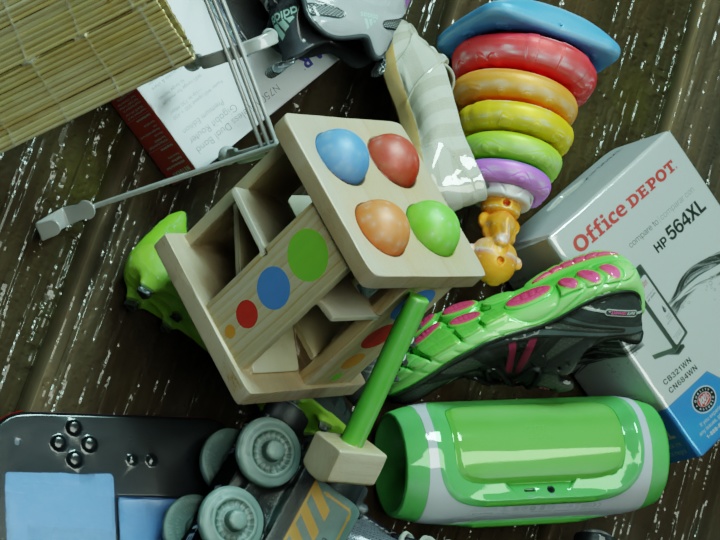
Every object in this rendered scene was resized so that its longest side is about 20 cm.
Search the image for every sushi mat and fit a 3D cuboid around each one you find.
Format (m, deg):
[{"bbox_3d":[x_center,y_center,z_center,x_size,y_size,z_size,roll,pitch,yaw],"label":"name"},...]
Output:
[{"bbox_3d":[-0.212,-0.139,1.604,0.096,0.199,0.012,63,17,-10],"label":"sushi mat"}]

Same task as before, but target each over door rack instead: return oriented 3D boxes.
[{"bbox_3d":[-0.143,-0.125,1.635,0.067,0.199,0.149,-49,119,-72],"label":"over door rack"}]

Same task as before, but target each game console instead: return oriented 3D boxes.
[{"bbox_3d":[-0.163,0.193,1.615,0.176,0.031,0.202,2,74,-20],"label":"game console"}]

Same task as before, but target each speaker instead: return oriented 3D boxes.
[{"bbox_3d":[0.114,0.133,1.745,0.199,0.088,0.089,-1,80,-19],"label":"speaker"}]

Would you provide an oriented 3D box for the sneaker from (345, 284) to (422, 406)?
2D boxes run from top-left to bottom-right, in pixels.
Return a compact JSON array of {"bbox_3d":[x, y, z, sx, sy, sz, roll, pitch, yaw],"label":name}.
[{"bbox_3d":[0.000,0.000,1.734,0.090,0.066,0.201,21,62,-15],"label":"sneaker"}]

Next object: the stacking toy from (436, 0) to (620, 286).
[{"bbox_3d":[0.108,-0.082,1.776,0.115,0.110,0.201,16,70,-21],"label":"stacking toy"}]

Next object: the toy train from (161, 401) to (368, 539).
[{"bbox_3d":[-0.070,0.184,1.606,0.114,0.085,0.201,37,63,-18],"label":"toy train"}]

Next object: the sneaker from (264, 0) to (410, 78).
[{"bbox_3d":[-0.053,-0.199,1.683,0.199,0.078,0.141,25,69,-21],"label":"sneaker"}]

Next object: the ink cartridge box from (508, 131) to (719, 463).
[{"bbox_3d":[0.217,0.022,1.831,0.146,0.084,0.201,-40,100,-27],"label":"ink cartridge box"}]

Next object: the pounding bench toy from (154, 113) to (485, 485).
[{"bbox_3d":[-0.004,0.018,1.586,0.124,0.156,0.201,0,55,-52],"label":"pounding bench toy"}]

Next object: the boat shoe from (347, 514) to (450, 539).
[{"bbox_3d":[0.045,0.202,1.692,0.200,0.093,0.075,40,34,-19],"label":"boat shoe"}]

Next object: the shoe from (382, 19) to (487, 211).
[{"bbox_3d":[0.049,-0.108,1.736,0.053,0.070,0.201,-13,44,3],"label":"shoe"}]

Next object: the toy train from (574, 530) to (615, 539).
[{"bbox_3d":[0.171,0.289,1.754,0.114,0.085,0.201,22,69,-34],"label":"toy train"}]

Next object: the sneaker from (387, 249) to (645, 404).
[{"bbox_3d":[0.108,0.057,1.735,0.199,0.077,0.084,-21,109,8],"label":"sneaker"}]

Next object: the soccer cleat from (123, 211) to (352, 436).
[{"bbox_3d":[-0.072,0.040,1.692,0.200,0.067,0.081,41,60,-12],"label":"soccer cleat"}]

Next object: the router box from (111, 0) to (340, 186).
[{"bbox_3d":[-0.105,-0.190,1.727,0.200,0.049,0.180,-41,100,-27],"label":"router box"}]
